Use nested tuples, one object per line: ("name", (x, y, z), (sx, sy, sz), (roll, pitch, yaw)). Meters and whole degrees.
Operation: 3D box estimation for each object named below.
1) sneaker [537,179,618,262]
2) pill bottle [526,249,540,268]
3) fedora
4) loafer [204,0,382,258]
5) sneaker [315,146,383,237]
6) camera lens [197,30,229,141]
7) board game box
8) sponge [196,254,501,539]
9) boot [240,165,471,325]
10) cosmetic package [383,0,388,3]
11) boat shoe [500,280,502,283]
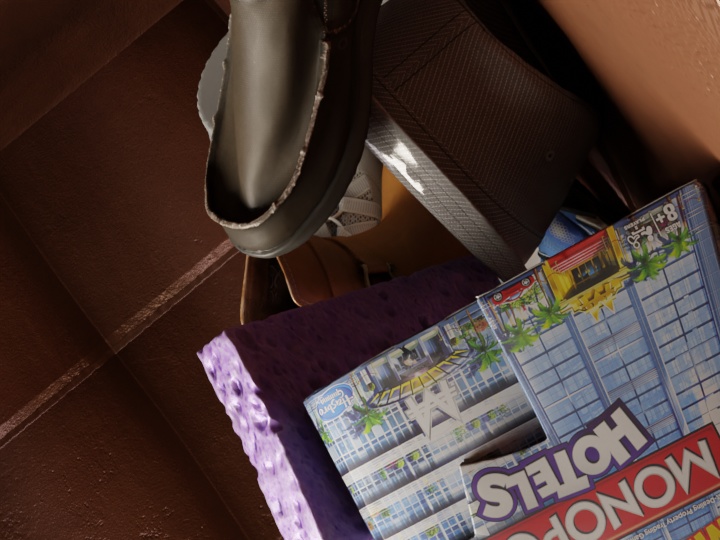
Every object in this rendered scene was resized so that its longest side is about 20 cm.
("sneaker", (0.133, 0.023, 1.256), (0.079, 0.089, 0.200), (50, 176, 46))
("pill bottle", (0.147, 0.064, 1.445), (0.200, 0.114, 0.114), (51, 179, -28))
("fedora", (0.055, -0.075, 1.037), (0.177, 0.090, 0.200), (52, -173, 32))
("loafer", (-0.035, -0.106, 0.935), (0.073, 0.201, 0.071), (15, -177, 43))
("sneaker", (-0.017, -0.015, 1.203), (0.082, 0.074, 0.201), (-13, -94, -71))
("camera lens", (-0.003, -0.083, 1.512), (0.200, 0.160, 0.160), (51, 179, -42))
("board game box", (0.102, 0.098, 0.901), (0.201, 0.199, 0.062), (62, -168, 7))
("sponge", (0.018, 0.062, 1.021), (0.200, 0.030, 0.112), (-16, -104, -49))
("boot", (0.000, 0.000, 1.129), (0.155, 0.077, 0.201), (13, -117, -37))
("cosmetic package", (-0.008, -0.160, 1.124), (0.051, 0.082, 0.200), (49, 178, 42))
("boat shoe", (0.045, -0.030, 1.300), (0.071, 0.091, 0.201), (19, -143, -12))
